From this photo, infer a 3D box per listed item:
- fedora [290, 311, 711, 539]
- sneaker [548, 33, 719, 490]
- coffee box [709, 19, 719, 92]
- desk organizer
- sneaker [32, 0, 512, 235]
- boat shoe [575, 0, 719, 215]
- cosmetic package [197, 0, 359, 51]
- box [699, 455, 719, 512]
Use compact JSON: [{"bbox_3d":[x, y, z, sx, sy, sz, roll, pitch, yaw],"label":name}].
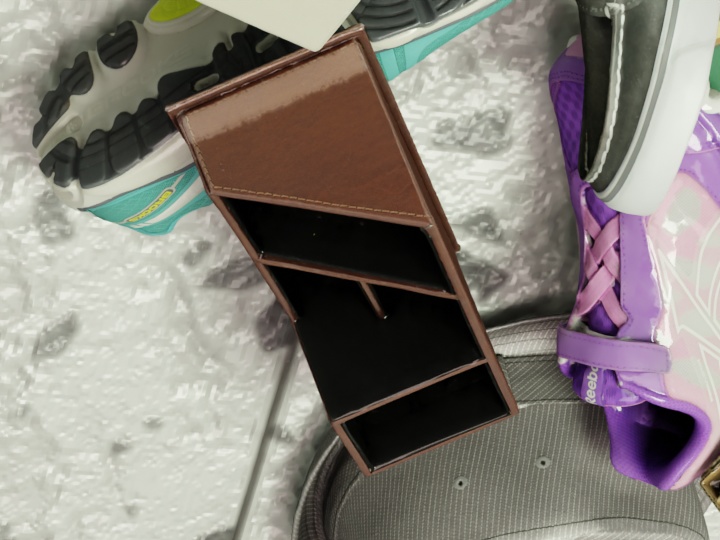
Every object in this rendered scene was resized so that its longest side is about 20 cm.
[{"bbox_3d":[0.074,0.110,1.098,0.199,0.090,0.177,-8,129,-9],"label":"fedora"},{"bbox_3d":[0.109,0.005,1.008,0.088,0.080,0.201,-39,126,-25],"label":"sneaker"},{"bbox_3d":[0.198,-0.071,1.021,0.123,0.044,0.200,-30,129,9],"label":"coffee box"},{"bbox_3d":[0.000,0.000,0.949,0.071,0.077,0.200,-23,156,3],"label":"desk organizer"},{"bbox_3d":[-0.022,-0.077,0.950,0.199,0.078,0.080,-28,147,14],"label":"sneaker"},{"bbox_3d":[0.093,-0.121,0.911,0.056,0.069,0.201,8,96,-9],"label":"boat shoe"},{"bbox_3d":[0.001,-0.178,0.821,0.087,0.104,0.200,22,129,-27],"label":"cosmetic package"},{"bbox_3d":[0.238,0.030,1.058,0.164,0.021,0.200,-48,155,27],"label":"box"}]
